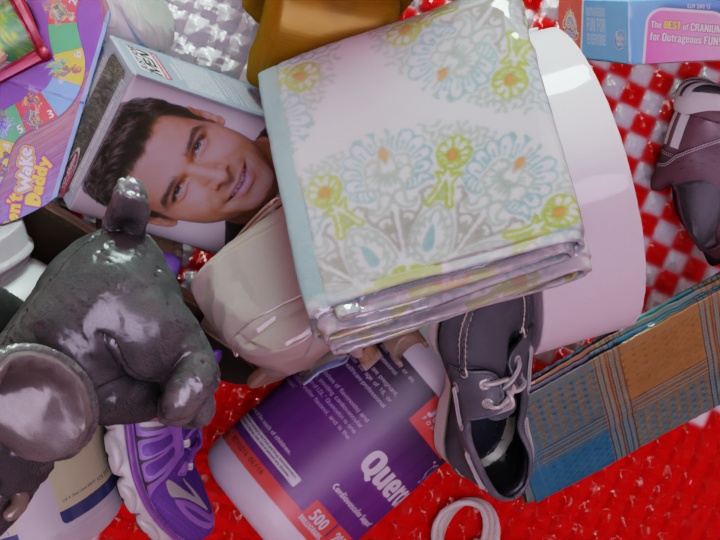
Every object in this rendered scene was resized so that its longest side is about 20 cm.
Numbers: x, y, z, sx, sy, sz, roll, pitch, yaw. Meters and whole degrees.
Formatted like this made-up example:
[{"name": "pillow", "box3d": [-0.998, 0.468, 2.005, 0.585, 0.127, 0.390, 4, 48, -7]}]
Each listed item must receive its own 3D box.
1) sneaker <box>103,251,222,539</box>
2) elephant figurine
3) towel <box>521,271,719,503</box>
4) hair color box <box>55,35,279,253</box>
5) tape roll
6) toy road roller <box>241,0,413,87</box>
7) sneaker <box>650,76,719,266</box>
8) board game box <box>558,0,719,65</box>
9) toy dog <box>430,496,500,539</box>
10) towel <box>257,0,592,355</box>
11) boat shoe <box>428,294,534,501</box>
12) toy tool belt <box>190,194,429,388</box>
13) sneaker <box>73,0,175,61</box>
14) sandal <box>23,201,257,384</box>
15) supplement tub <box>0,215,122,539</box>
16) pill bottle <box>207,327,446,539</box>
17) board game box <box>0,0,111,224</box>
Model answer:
[{"name": "sneaker", "box3d": [-0.121, 0.084, 1.364, 0.083, 0.081, 0.201, -11, 108, 7]}, {"name": "elephant figurine", "box3d": [-0.189, 0.071, 1.233, 0.199, 0.142, 0.156, -25, 80, -20]}, {"name": "towel", "box3d": [0.188, 0.077, 1.476, 0.199, 0.022, 0.147, -28, 144, -8]}, {"name": "hair color box", "box3d": [-0.086, -0.066, 1.376, 0.199, 0.061, 0.099, 17, 112, -31]}, {"name": "tape roll", "box3d": [0.114, -0.052, 1.387, 0.070, 0.202, 0.204, -16, 102, -8]}, {"name": "toy road roller", "box3d": [-0.011, -0.189, 1.342, 0.122, 0.200, 0.147, 9, 75, -13]}, {"name": "sneaker", "box3d": [0.290, -0.046, 1.497, 0.199, 0.076, 0.116, 24, 99, -4]}, {"name": "board game box", "box3d": [0.246, -0.162, 1.421, 0.199, 0.153, 0.041, -4, 99, -11]}, {"name": "toy dog", "box3d": [0.073, 0.266, 1.483, 0.132, 0.096, 0.200, 37, 90, -15]}, {"name": "towel", "box3d": [0.035, -0.060, 1.273, 0.170, 0.048, 0.201, -17, 61, 7]}, {"name": "boat shoe", "box3d": [0.085, 0.066, 1.328, 0.073, 0.062, 0.201, -24, 141, -22]}, {"name": "toy tool belt", "box3d": [0.000, 0.000, 1.357, 0.199, 0.123, 0.125, -32, 62, -1]}, {"name": "sneaker", "box3d": [-0.198, -0.207, 1.369, 0.072, 0.072, 0.200, -32, 98, 21]}, {"name": "sandal", "box3d": [-0.140, -0.010, 1.422, 0.211, 0.077, 0.070, 37, 58, -22]}, {"name": "supplement tub", "box3d": [-0.241, 0.077, 1.357, 0.144, 0.145, 0.201, -17, 106, -8]}, {"name": "pill bottle", "box3d": [0.003, 0.100, 1.434, 0.200, 0.112, 0.113, -41, 104, -2]}, {"name": "board game box", "box3d": [-0.242, -0.124, 1.305, 0.157, 0.039, 0.201, 17, 89, -6]}]
